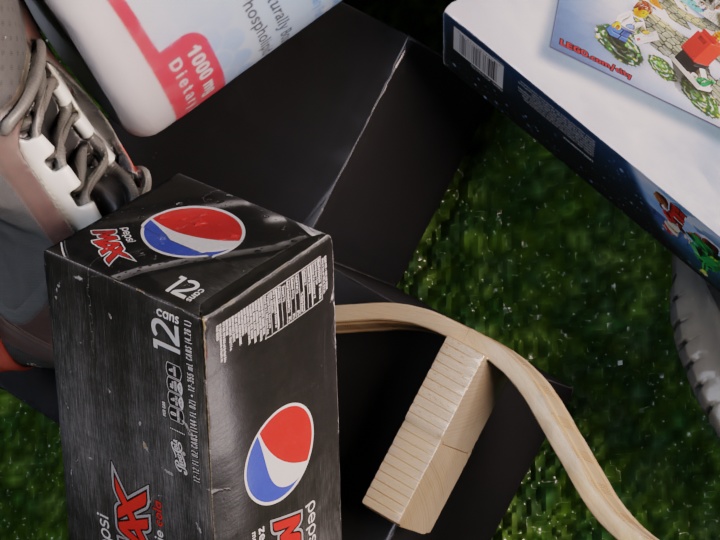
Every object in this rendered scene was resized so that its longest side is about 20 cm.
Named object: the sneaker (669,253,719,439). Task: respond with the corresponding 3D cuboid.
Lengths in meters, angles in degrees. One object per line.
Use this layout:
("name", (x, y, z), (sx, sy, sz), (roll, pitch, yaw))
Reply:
("sneaker", (0.144, 0.000, 0.937), (0.082, 0.073, 0.200), (-29, 68, 21))

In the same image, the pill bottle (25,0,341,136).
("pill bottle", (-0.026, -0.143, 0.947), (0.200, 0.109, 0.109), (-36, 62, -6))

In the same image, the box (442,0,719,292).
("box", (0.144, -0.059, 0.912), (0.200, 0.038, 0.137), (41, 72, 18))

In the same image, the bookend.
("bookend", (0.000, 0.000, 1.009), (0.198, 0.092, 0.200), (29, 94, 30))

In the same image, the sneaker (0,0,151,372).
("sneaker", (-0.101, -0.038, 0.927), (0.082, 0.200, 0.077), (14, 55, 20))

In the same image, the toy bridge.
("toy bridge", (0.026, 0.052, 0.917), (0.200, 0.027, 0.067), (28, 91, 29))

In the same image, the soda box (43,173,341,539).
("soda box", (-0.050, 0.076, 0.909), (0.071, 0.063, 0.200), (22, 128, 34))
